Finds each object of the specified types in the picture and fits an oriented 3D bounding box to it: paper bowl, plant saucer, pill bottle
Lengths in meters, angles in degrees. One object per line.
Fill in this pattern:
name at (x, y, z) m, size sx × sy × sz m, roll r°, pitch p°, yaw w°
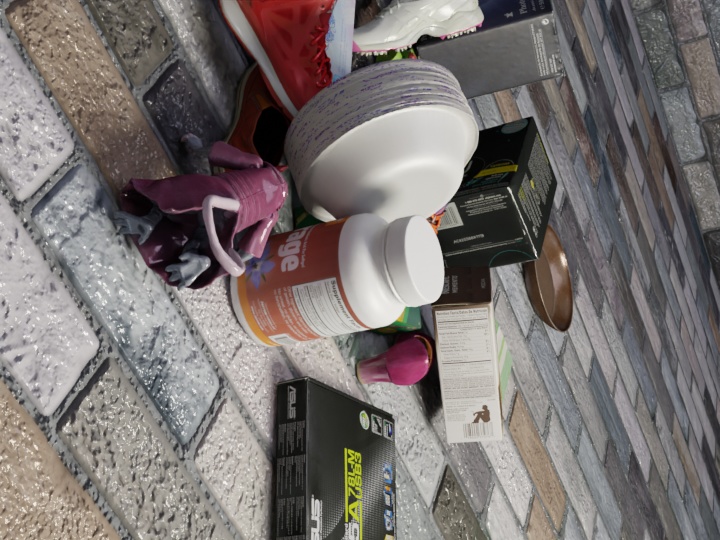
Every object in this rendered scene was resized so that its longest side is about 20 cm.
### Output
paper bowl at (0.028, -0.114, 1.065) m, size 0.200 × 0.199 × 0.106 m, roll 25°, pitch 39°, yaw -56°
plant saucer at (0.337, 0.015, 1.874) m, size 0.200 × 0.036 × 0.204 m, roll 33°, pitch 51°, yaw -53°
pill bottle at (-0.022, 0.006, 1.030) m, size 0.112 × 0.197 × 0.114 m, roll 33°, pitch 51°, yaw -53°

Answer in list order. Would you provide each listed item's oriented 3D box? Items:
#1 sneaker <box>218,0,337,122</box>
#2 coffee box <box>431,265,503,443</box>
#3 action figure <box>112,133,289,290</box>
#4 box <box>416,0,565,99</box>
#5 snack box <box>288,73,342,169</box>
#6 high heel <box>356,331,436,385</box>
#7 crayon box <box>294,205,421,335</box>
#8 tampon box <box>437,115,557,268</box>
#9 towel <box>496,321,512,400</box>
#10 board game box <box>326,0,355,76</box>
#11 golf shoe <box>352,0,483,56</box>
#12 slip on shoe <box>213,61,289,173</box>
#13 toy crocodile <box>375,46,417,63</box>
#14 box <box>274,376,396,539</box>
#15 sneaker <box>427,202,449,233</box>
sneaker at (-0.047, -0.231, 1.066) m, size 0.201 × 0.115 × 0.079 m, roll 50°, pitch 24°, yaw -26°
coffee box at (0.141, 0.109, 1.356) m, size 0.113 × 0.078 × 0.203 m, roll -76°, pitch 160°, yaw -66°
action figure at (-0.122, -0.069, 0.945) m, size 0.199 × 0.148 × 0.136 m, roll -33°, pitch 102°, yaw -46°
box at (0.180, -0.364, 1.500) m, size 0.124 × 0.195 × 0.202 m, roll 64°, pitch 17°, yaw -46°
snack box at (-0.009, -0.163, 1.248) m, size 0.199 × 0.037 × 0.118 m, roll 4°, pitch 101°, yaw -61°
high heel at (0.078, 0.106, 1.290) m, size 0.199 × 0.095 × 0.069 m, roll 2°, pitch 77°, yaw -61°
crayon box at (0.000, 0.000, 1.224) m, size 0.199 × 0.058 × 0.121 m, roll 22°, pitch 59°, yaw -57°
tampon box at (0.193, -0.112, 1.531) m, size 0.127 × 0.148 × 0.201 m, roll 62°, pitch 31°, yaw -28°
towel at (0.178, 0.110, 1.556) m, size 0.202 × 0.023 × 0.153 m, roll 63°, pitch 32°, yaw -29°
board game box at (-0.074, -0.336, 1.231) m, size 0.199 × 0.043 × 0.203 m, roll 38°, pitch 48°, yaw -49°
golf shoe at (0.064, -0.341, 1.359) m, size 0.075 × 0.197 × 0.093 m, roll -138°, pitch -148°, yaw -64°
slip on shoe at (-0.099, -0.159, 1.099) m, size 0.074 × 0.060 × 0.202 m, roll 53°, pitch 35°, yaw -36°
toy crocodile at (0.053, -0.254, 1.419) m, size 0.068 × 0.061 × 0.202 m, roll 57°, pitch 34°, yaw -34°
box at (-0.023, 0.235, 1.105) m, size 0.193 × 0.047 × 0.203 m, roll 36°, pitch 48°, yaw -55°
sneaker at (0.069, -0.072, 1.240) m, size 0.075 × 0.077 × 0.203 m, roll 31°, pitch 49°, yaw -52°
